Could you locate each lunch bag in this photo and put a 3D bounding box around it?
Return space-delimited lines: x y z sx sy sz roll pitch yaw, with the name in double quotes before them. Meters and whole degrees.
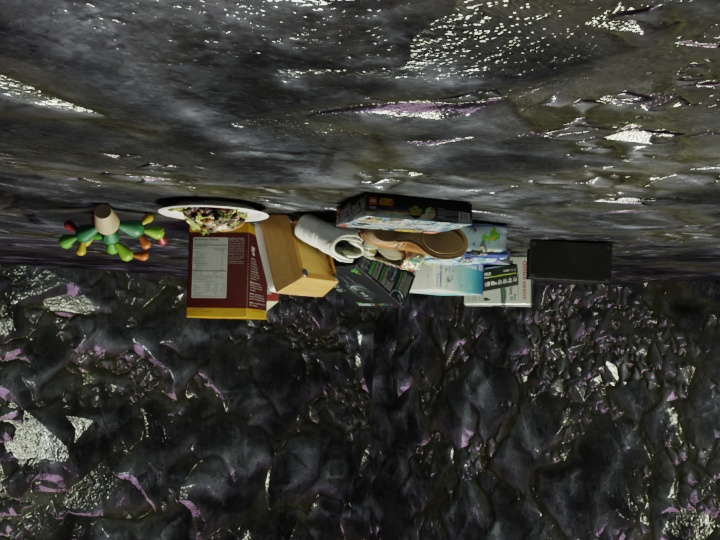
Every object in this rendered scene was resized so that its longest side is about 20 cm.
"lunch bag" 0.203 -0.053 1.562 0.160 0.083 0.200 0 178 -29

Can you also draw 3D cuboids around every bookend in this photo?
"bookend" 0.493 -0.018 1.861 0.197 0.093 0.200 3 177 -1

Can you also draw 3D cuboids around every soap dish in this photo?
"soap dish" -0.124 -0.031 1.516 0.081 0.159 0.200 -18 169 21

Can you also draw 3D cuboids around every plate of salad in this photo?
"plate of salad" -0.267 -0.093 1.361 0.198 0.049 0.200 2 176 0

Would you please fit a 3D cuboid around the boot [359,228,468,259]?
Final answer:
"boot" 0.098 -0.068 1.458 0.198 0.074 0.155 13 178 -10

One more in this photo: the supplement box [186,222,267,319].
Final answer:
"supplement box" -0.288 0.005 1.654 0.131 0.202 0.197 1 176 5

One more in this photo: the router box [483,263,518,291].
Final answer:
"router box" 0.315 0.014 2.073 0.149 0.063 0.199 -8 -172 -31

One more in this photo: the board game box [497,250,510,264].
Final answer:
"board game box" 0.269 -0.041 1.956 0.198 0.042 0.200 -1 175 26

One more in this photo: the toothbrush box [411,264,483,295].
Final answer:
"toothbrush box" 0.197 0.016 1.900 0.146 0.086 0.199 -3 172 45

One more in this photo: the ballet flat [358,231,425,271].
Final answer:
"ballet flat" 0.048 -0.049 1.560 0.199 0.076 0.064 16 -171 42

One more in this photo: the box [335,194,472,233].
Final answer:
"box" 0.073 -0.095 1.286 0.198 0.040 0.137 3 174 -23

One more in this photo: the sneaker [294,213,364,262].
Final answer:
"sneaker" -0.032 -0.049 1.473 0.115 0.074 0.200 31 -169 29

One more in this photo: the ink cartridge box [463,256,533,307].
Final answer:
"ink cartridge box" 0.409 0.033 2.217 0.198 0.148 0.083 -1 174 14

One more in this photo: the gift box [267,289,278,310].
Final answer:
"gift box" -0.331 0.023 2.116 0.183 0.202 0.187 7 158 -24

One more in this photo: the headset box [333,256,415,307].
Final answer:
"headset box" 0.000 0.000 1.809 0.173 0.093 0.200 -2 146 45

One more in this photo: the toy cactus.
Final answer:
"toy cactus" -0.477 -0.083 1.436 0.198 0.103 0.165 4 157 -9
